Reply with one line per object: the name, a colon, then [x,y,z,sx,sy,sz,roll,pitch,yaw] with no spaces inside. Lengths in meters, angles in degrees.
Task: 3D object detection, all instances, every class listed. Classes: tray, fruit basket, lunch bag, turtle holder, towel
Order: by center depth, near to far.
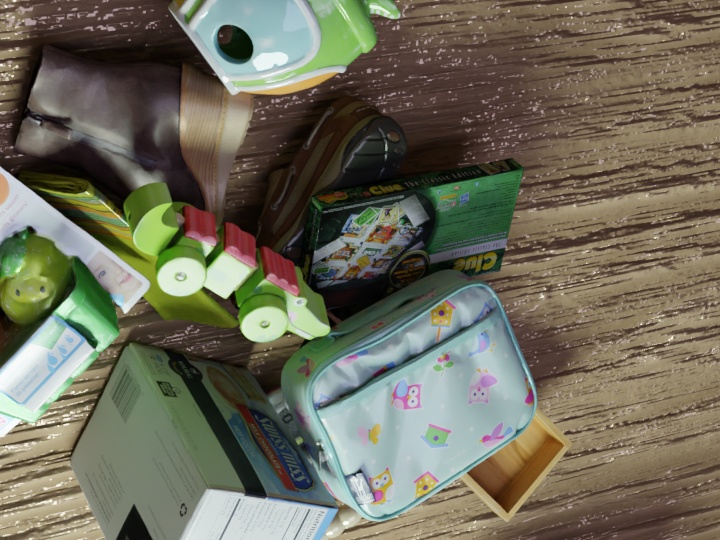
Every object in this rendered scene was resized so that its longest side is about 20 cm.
turtle holder: [-0.072,-0.208,1.148,0.131,0.141,0.186,-37,134,0]
fruit basket: [-0.287,0.021,1.221,0.185,0.094,0.200,-44,127,10]
towel: [-0.180,-0.011,1.266,0.200,0.085,0.018,47,64,-43]
lunch bag: [0.039,0.099,1.335,0.199,0.077,0.162,-30,115,-16]
tray: [0.104,0.137,1.526,0.099,0.037,0.200,-48,118,-6]

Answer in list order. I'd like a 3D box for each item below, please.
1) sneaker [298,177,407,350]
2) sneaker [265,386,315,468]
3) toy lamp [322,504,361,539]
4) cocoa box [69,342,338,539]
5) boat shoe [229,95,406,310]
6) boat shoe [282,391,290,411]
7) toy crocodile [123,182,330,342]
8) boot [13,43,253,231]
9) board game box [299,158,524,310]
sneaker: [0.000,0.000,1.391,0.200,0.071,0.099,-44,129,0]
sneaker: [-0.083,0.208,1.463,0.073,0.087,0.202,-11,130,-55]
toy lamp: [0.001,0.228,1.558,0.199,0.058,0.058,-34,133,-5]
cocoa box: [-0.133,0.178,1.348,0.130,0.200,0.134,14,114,-36]
boat shoe: [-0.041,-0.052,1.323,0.201,0.074,0.075,-53,143,12]
boat shoe: [0.027,0.129,1.417,0.198,0.067,0.070,8,145,-34]
toy crocodile: [-0.097,-0.005,1.226,0.199,0.068,0.062,31,120,-31]
boot: [-0.181,-0.082,1.240,0.164,0.073,0.201,9,132,-15]
board game box: [0.041,-0.029,1.331,0.198,0.023,0.106,-12,127,-31]
